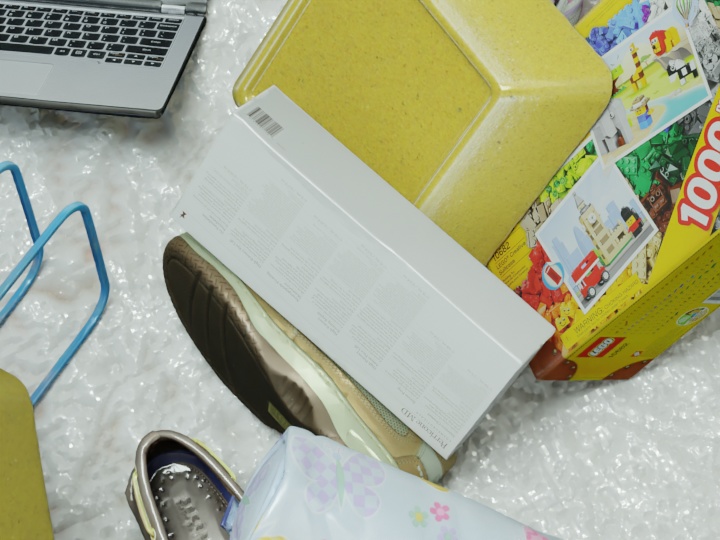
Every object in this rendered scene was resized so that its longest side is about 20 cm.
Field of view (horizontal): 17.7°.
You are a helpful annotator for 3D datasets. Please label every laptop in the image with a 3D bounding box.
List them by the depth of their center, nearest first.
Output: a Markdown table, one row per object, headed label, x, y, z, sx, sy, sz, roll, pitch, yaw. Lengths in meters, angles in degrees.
| label | x | y | z | sx | sy | sz | roll | pitch | yaw |
| --- | --- | --- | --- | --- | --- | --- | --- | --- | --- |
| laptop | -0.186 | -0.191 | 1.347 | 0.186 | 0.117 | 0.200 | 5 | 32 | 7 |

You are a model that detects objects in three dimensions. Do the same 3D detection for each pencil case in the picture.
| label | x | y | z | sx | sy | sz | roll | pitch | yaw |
| --- | --- | --- | --- | --- | --- | --- | --- | --- | --- |
| pencil case | 0.029 | 0.153 | 1.166 | 0.199 | 0.083 | 0.091 | 22 | 61 | -9 |

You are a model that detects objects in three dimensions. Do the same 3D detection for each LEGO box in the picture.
| label | x | y | z | sx | sy | sz | roll | pitch | yaw |
| --- | --- | --- | --- | --- | --- | --- | --- | --- | --- |
| LEGO box | 0.152 | -0.055 | 1.223 | 0.077 | 0.200 | 0.150 | 1 | 56 | -42 |

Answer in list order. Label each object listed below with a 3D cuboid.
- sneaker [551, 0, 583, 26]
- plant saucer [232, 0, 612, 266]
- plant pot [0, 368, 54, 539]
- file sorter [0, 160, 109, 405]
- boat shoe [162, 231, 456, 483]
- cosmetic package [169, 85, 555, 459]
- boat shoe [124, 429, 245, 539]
| label | x | y | z | sx | sy | sz | roll | pitch | yaw |
| --- | --- | --- | --- | --- | --- | --- | --- | --- | --- |
| sneaker | 0.098 | -0.178 | 1.342 | 0.081 | 0.088 | 0.201 | 17 | 68 | 11 |
| plant saucer | 0.016 | -0.098 | 1.258 | 0.048 | 0.200 | 0.200 | -9 | 54 | -48 |
| plant pot | -0.255 | 0.119 | 1.077 | 0.199 | 0.196 | 0.195 | -18 | 22 | -31 |
| file sorter | -0.253 | -0.011 | 1.264 | 0.199 | 0.139 | 0.123 | 29 | 66 | 16 |
| boat shoe | -0.026 | 0.049 | 1.265 | 0.076 | 0.072 | 0.200 | -33 | 74 | -27 |
| cosmetic package | 0.000 | 0.000 | 1.222 | 0.200 | 0.083 | 0.051 | 41 | 35 | 6 |
| boat shoe | -0.062 | 0.171 | 1.207 | 0.072 | 0.060 | 0.201 | -28 | 67 | -10 |
